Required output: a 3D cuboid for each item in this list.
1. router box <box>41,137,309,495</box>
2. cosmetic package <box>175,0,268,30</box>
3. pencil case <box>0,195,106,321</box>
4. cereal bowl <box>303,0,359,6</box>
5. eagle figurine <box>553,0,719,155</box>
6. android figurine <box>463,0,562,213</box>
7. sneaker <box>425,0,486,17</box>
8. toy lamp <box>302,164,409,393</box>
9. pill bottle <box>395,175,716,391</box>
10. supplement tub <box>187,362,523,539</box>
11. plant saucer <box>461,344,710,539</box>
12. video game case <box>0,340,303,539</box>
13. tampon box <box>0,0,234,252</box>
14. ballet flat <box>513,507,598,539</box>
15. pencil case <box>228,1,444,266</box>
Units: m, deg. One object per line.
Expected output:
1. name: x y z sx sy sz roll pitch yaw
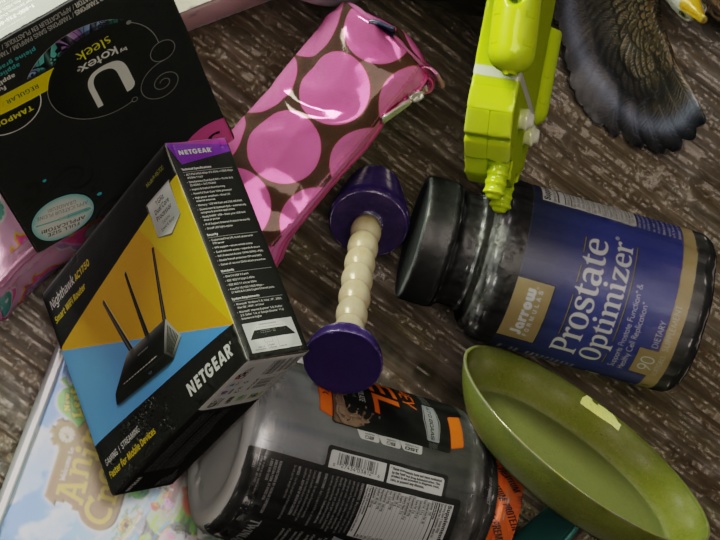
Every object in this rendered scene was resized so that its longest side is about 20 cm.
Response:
1. router box: -0.120 0.032 1.605 0.051 0.200 0.150 -8 66 -35
2. cosmetic package: -0.120 -0.272 1.747 0.104 0.071 0.201 -20 85 -13
3. pencil case: -0.189 -0.056 1.698 0.200 0.087 0.088 -38 89 -11
4. cereal bowl: -0.020 -0.282 1.709 0.199 0.083 0.202 21 58 -38
5. eagle figurine: 0.204 -0.198 1.762 0.150 0.200 0.152 -8 52 17
6. android figurine: 0.101 -0.139 1.659 0.041 0.182 0.202 8 80 9
7. sneaker: 0.064 -0.232 1.685 0.074 0.200 0.107 10 90 11
8. toy lamp: 0.000 0.000 1.681 0.058 0.058 0.201 18 38 -6
9. pill bottle: 0.129 0.004 1.725 0.198 0.112 0.113 15 80 -6
10. supplement tub: -0.003 0.133 1.666 0.199 0.122 0.124 17 79 -21
11. plant saucer: 0.141 0.123 1.681 0.199 0.200 0.031 37 105 -2
12. video game case: -0.133 0.121 1.713 0.181 0.022 0.201 21 79 -5
13. tampon box: -0.189 -0.139 1.581 0.149 0.200 0.127 -30 57 -4
14. ballet flat: 0.097 0.230 1.719 0.200 0.068 0.076 -38 111 -7
15. pencil case: -0.036 -0.081 1.702 0.094 0.091 0.200 41 95 20
